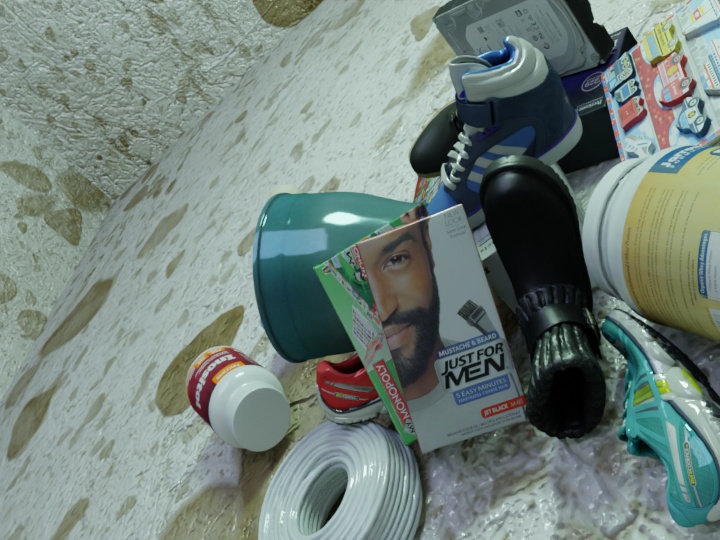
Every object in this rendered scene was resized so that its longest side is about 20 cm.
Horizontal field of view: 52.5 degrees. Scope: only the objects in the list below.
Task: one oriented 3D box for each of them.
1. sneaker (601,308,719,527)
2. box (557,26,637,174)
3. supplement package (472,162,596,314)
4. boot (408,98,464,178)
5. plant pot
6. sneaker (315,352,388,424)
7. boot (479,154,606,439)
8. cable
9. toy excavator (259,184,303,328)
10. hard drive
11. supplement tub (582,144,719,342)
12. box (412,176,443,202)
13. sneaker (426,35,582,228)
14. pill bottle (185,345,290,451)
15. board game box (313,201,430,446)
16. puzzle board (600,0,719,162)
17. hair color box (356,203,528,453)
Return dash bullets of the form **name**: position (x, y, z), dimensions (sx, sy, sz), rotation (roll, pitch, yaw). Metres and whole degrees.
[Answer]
- **sneaker**: position (0.228, 0.103, 0.566), dimensions (0.080, 0.077, 0.202), rotation (-47, 25, 22)
- **box**: position (0.252, -0.195, 0.916), dimensions (0.197, 0.078, 0.144), rotation (-16, 44, 48)
- **supplement package**: position (0.181, -0.057, 0.804), dimensions (0.113, 0.109, 0.202), rotation (-36, 28, 22)
- **boot**: position (0.120, -0.179, 0.856), dimensions (0.198, 0.079, 0.138), rotation (-37, -7, 25)
- **plant pot**: position (0.000, 0.000, 0.853), dimensions (0.183, 0.203, 0.203), rotation (-6, 43, 21)
- **sneaker**: position (0.044, 0.098, 0.787), dimensions (0.195, 0.087, 0.077), rotation (-21, 15, -7)
- **boot**: position (0.160, 0.023, 0.632), dimensions (0.078, 0.213, 0.160), rotation (-16, 34, 29)
- **cable**: position (-0.024, 0.249, 0.768), dimensions (0.198, 0.069, 0.203), rotation (-35, 29, 27)
- **toy excavator**: position (-0.108, -0.001, 1.081), dimensions (0.193, 0.199, 0.101), rotation (-37, 28, 22)
- **hard drive**: position (0.193, -0.292, 0.893), dimensions (0.038, 0.140, 0.198), rotation (-54, 27, -20)
- **supplement tub**: position (0.282, -0.020, 0.557), dimensions (0.146, 0.144, 0.199), rotation (-52, 27, -9)
- **box**: position (0.115, -0.108, 1.009), dimensions (0.137, 0.038, 0.203), rotation (-51, 18, 44)
- **sneaker**: position (0.110, -0.140, 0.732), dimensions (0.198, 0.146, 0.081), rotation (-36, 28, 21)
- **pill bottle**: position (-0.174, 0.183, 1.042), dimensions (0.114, 0.113, 0.199), rotation (-54, 27, -12)
- **board game box**: position (0.055, 0.053, 0.744), dimensions (0.132, 0.204, 0.029), rotation (-29, -4, 5)
- **puzzle board**: position (0.305, -0.182, 0.704), dimensions (0.150, 0.017, 0.204), rotation (-41, 31, 39)
- **hair color box**: position (0.079, 0.054, 0.693), dimensions (0.108, 0.205, 0.064), rotation (-19, -4, 9)
